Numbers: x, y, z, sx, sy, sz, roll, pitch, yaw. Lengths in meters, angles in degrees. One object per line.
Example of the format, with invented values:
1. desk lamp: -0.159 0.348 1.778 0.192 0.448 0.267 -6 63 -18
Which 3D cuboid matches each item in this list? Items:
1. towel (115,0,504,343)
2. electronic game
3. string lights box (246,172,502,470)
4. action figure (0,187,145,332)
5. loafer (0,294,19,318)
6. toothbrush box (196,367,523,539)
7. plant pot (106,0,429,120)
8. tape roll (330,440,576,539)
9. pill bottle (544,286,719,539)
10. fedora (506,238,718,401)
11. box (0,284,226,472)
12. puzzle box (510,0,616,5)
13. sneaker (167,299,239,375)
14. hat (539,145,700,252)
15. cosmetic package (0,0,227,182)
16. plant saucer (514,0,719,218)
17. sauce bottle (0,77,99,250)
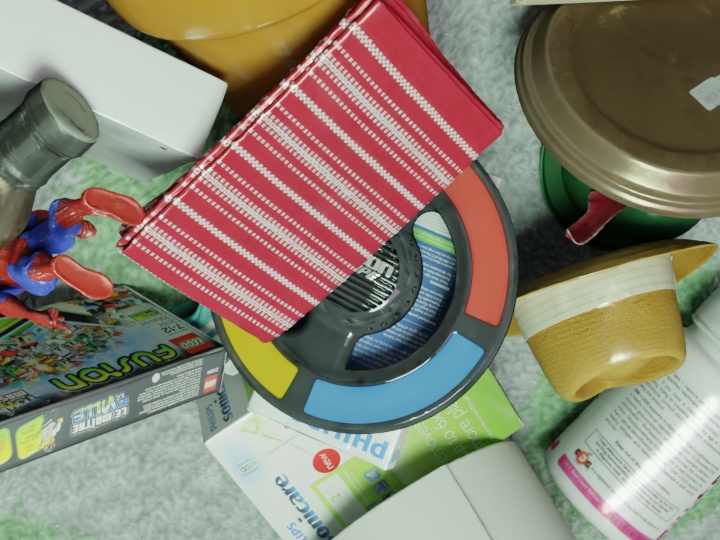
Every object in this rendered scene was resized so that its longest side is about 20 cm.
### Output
1. towel: -0.023 -0.052 0.691 0.200 0.023 0.144 -42 138 11
2. electronic game: 0.000 0.000 0.769 0.197 0.042 0.203 -1 84 9
3. string lights box: 0.012 0.018 0.818 0.102 0.059 0.202 22 87 9
4. action figure: -0.179 -0.005 0.689 0.051 0.199 0.066 25 74 -31
5. loafer: -0.247 -0.004 0.814 0.062 0.072 0.202 -10 127 -33
6. toothbrush box: -0.002 0.100 0.918 0.199 0.086 0.146 -32 120 3
7. plant pot: -0.043 -0.173 0.719 0.198 0.201 0.184 -29 136 0
8. tape roll: 0.070 0.242 0.926 0.201 0.140 0.203 -28 161 -11
9. pill bottle: 0.252 0.118 0.983 0.113 0.114 0.200 36 102 -28
10. fedora: 0.175 0.043 0.882 0.198 0.201 0.083 -14 77 -9
11. box: -0.192 0.064 0.777 0.199 0.109 0.035 -17 126 -49
12. puzzle box: 0.188 -0.245 0.805 0.197 0.025 0.135 -6 97 -13
13. sneaker: -0.077 -0.020 0.845 0.079 0.078 0.202 23 106 -12
14. hat: 0.223 -0.050 0.852 0.198 0.176 0.167 -30 119 1
15. cosmetic package: -0.189 -0.117 0.704 0.198 0.150 0.052 24 83 -20
16. plant saucer: 0.199 -0.123 0.805 0.197 0.202 0.030 -5 148 -13
17. sauce bottle: -0.219 -0.026 0.653 0.199 0.065 0.065 -36 121 18
